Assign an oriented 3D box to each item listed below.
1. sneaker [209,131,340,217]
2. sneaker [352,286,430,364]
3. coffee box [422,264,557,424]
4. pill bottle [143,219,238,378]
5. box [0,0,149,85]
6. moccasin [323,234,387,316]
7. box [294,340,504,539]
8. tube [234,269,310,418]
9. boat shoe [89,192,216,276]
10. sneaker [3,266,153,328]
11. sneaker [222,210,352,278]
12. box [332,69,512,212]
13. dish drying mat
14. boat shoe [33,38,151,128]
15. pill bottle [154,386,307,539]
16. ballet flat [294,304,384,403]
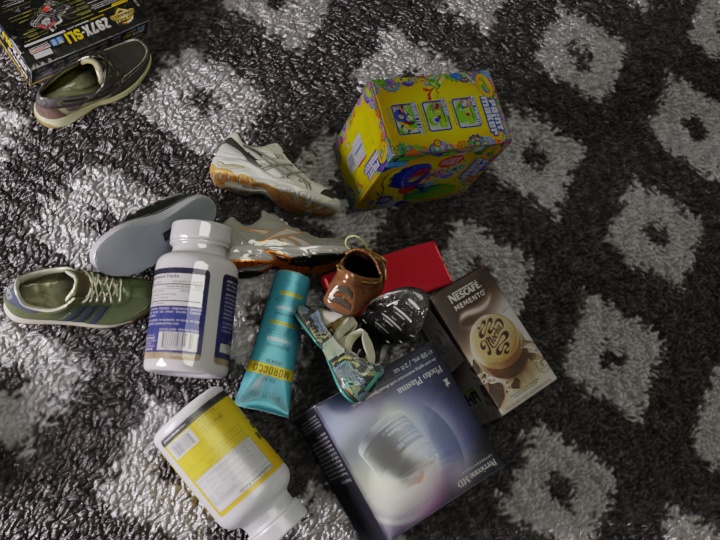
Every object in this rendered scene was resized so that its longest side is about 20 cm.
[{"bbox_3d":[-0.117,-0.145,1.349,0.199,0.076,0.088,20,66,-11],"label":"sneaker"},{"bbox_3d":[0.040,0.067,1.257,0.074,0.200,0.079,42,55,0],"label":"sneaker"},{"bbox_3d":[0.180,0.109,1.350,0.113,0.080,0.200,-29,81,-24],"label":"coffee box"},{"bbox_3d":[-0.221,0.039,1.212,0.111,0.111,0.201,8,78,-15],"label":"pill bottle"},{"bbox_3d":[-0.439,-0.383,1.348,0.200,0.049,0.160,-33,86,-26],"label":"box"},{"bbox_3d":[-0.002,-0.001,1.264,0.073,0.201,0.078,26,107,11],"label":"moccasin"},{"bbox_3d":[0.052,0.234,1.239,0.200,0.123,0.199,-27,82,-24],"label":"box"},{"bbox_3d":[-0.117,0.101,1.279,0.077,0.050,0.201,14,71,-7],"label":"tube"},{"bbox_3d":[-0.294,-0.057,1.252,0.068,0.074,0.199,18,43,38],"label":"boat shoe"},{"bbox_3d":[-0.362,0.033,1.194,0.199,0.090,0.067,-2,70,-19],"label":"sneaker"},{"bbox_3d":[-0.109,-0.046,1.319,0.199,0.076,0.092,-2,67,-20],"label":"sneaker"},{"bbox_3d":[0.086,-0.191,1.364,0.192,0.200,0.122,-10,74,-20],"label":"box"},{"bbox_3d":[0.039,0.015,1.374,0.199,0.018,0.077,-18,76,-24],"label":"dish drying mat"},{"bbox_3d":[-0.381,-0.279,1.317,0.201,0.066,0.072,-41,86,-26],"label":"boat shoe"},{"bbox_3d":[-0.162,0.256,1.166,0.112,0.112,0.200,-38,86,-26],"label":"pill bottle"},{"bbox_3d":[-0.023,0.094,1.206,0.074,0.074,0.200,-13,39,-22],"label":"ballet flat"}]
